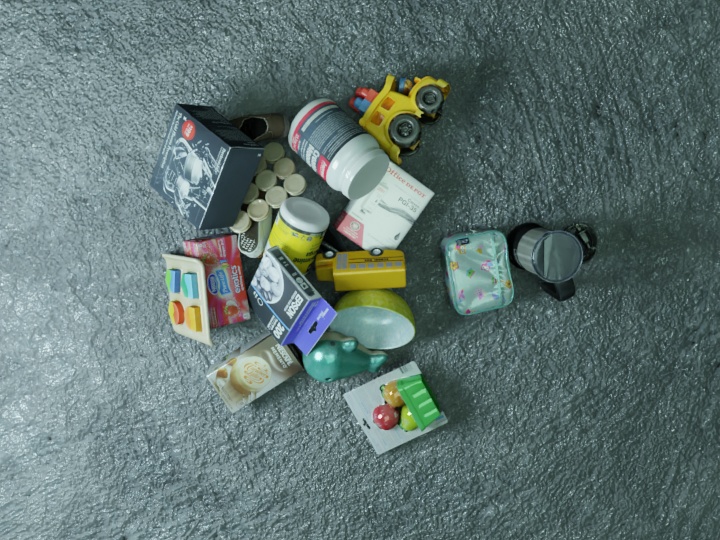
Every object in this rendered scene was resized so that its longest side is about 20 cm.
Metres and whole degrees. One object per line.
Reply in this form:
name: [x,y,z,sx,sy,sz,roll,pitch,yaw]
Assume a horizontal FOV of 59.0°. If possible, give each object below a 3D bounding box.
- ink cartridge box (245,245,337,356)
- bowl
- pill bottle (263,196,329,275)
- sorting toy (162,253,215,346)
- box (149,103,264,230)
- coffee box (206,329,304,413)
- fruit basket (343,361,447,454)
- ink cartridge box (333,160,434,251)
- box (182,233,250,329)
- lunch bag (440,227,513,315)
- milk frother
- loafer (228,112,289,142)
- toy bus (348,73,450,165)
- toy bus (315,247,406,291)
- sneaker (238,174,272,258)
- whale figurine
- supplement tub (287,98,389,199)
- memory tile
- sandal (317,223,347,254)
ink cartridge box: [-0.160,0.077,1.389,0.200,0.198,0.043,47,48,12]
bowl: [0.033,0.091,1.485,0.199,0.200,0.108,14,55,-7]
pill bottle: [-0.152,-0.055,1.428,0.112,0.113,0.200,21,124,-8]
sorting toy: [-0.394,0.065,1.427,0.036,0.185,0.201,-16,105,-38]
box: [-0.329,-0.220,1.349,0.182,0.104,0.200,38,117,23]
coffee box: [-0.247,0.229,1.509,0.200,0.080,0.115,-33,101,1]
fruit basket: [0.087,0.337,1.565,0.200,0.094,0.186,-27,101,16]
ink cartridge box: [0.052,-0.142,1.470,0.146,0.083,0.200,34,95,-11]
box: [-0.327,0.022,1.445,0.099,0.095,0.201,-13,102,-32]
lunch bag: [0.281,-0.002,1.517,0.160,0.077,0.201,-11,100,-3]
milk frother: [0.469,-0.050,1.469,0.200,0.188,0.181,-42,101,3]
loafer: [-0.250,-0.310,1.386,0.199,0.071,0.073,-7,94,33]
toy bus: [0.078,-0.368,1.425,0.192,0.136,0.200,37,93,6]
toy bus: [0.000,0.000,1.420,0.199,0.078,0.065,-3,132,1]
sneaker: [-0.238,-0.126,1.466,0.073,0.085,0.201,7,78,12]
whale figurine: [-0.038,0.216,1.494,0.199,0.104,0.159,14,140,-15]
supplement tub: [-0.048,-0.264,1.380,0.140,0.140,0.200,-46,70,4]
memory tile: [-0.232,-0.187,1.432,0.200,0.017,0.153,-34,69,-5]
sandal: [-0.064,-0.039,1.479,0.043,0.076,0.200,-43,103,-37]
